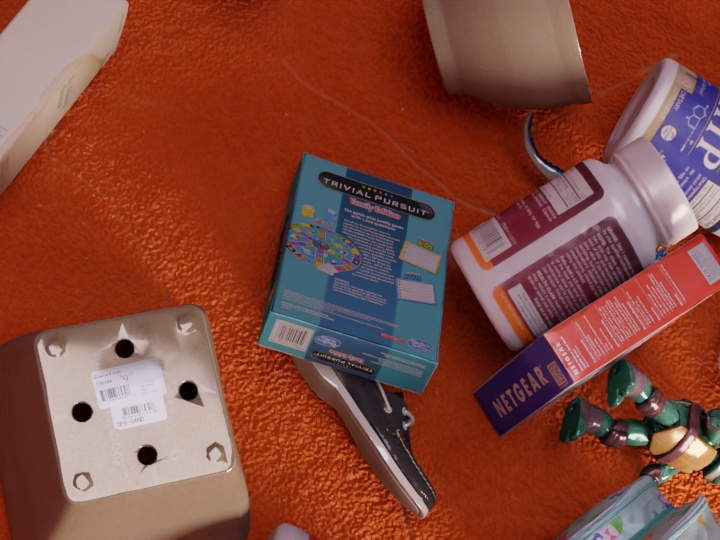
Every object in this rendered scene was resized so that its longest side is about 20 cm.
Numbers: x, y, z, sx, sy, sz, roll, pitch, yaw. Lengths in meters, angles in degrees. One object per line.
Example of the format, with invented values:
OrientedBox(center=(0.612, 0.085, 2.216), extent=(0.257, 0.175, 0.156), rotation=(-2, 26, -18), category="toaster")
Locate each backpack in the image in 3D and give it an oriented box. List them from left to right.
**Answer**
OrientedBox(center=(0.231, 0.264, 1.318), extent=(0.177, 0.200, 0.151), rotation=(-34, 82, -16), category="backpack")

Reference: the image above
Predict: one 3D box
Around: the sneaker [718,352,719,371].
OrientedBox(center=(0.406, 0.054, 1.523), extent=(0.082, 0.073, 0.201), rotation=(51, 58, -26), category="sneaker")

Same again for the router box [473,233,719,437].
OrientedBox(center=(0.207, 0.060, 1.388), extent=(0.178, 0.200, 0.049), rotation=(-30, 81, -20), category="router box")

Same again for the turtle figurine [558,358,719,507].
OrientedBox(center=(0.286, 0.161, 1.431), extent=(0.199, 0.101, 0.150), rotation=(30, 110, -18), category="turtle figurine")

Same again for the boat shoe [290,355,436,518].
OrientedBox(center=(0.012, 0.122, 1.388), extent=(0.060, 0.074, 0.201), rotation=(-32, 74, -17), category="boat shoe")

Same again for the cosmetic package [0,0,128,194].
OrientedBox(center=(-0.293, -0.163, 1.387), extent=(0.073, 0.104, 0.201), rotation=(36, 68, -3), category="cosmetic package")

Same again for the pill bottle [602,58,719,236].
OrientedBox(center=(0.345, -0.103, 1.522), extent=(0.199, 0.120, 0.121), rotation=(31, 67, -2), category="pill bottle")

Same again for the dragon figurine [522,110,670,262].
OrientedBox(center=(0.222, -0.062, 1.509), extent=(0.098, 0.059, 0.202), rotation=(-20, 78, -20), category="dragon figurine")

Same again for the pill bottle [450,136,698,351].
OrientedBox(center=(0.190, -0.026, 1.408), extent=(0.199, 0.114, 0.115), rotation=(-31, 80, 5), category="pill bottle")

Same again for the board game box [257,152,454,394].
OrientedBox(center=(0.000, 0.000, 1.399), extent=(0.149, 0.047, 0.201), rotation=(18, 45, -8), category="board game box")

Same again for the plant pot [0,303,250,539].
OrientedBox(center=(-0.190, 0.128, 1.274), extent=(0.197, 0.177, 0.203), rotation=(-10, 75, -17), category="plant pot")

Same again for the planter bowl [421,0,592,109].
OrientedBox(center=(0.131, -0.239, 1.491), extent=(0.133, 0.200, 0.203), rotation=(-14, 74, 10), category="planter bowl")

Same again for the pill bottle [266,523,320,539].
OrientedBox(center=(-0.004, 0.300, 1.298), extent=(0.198, 0.112, 0.113), rotation=(29, 67, -4), category="pill bottle")
